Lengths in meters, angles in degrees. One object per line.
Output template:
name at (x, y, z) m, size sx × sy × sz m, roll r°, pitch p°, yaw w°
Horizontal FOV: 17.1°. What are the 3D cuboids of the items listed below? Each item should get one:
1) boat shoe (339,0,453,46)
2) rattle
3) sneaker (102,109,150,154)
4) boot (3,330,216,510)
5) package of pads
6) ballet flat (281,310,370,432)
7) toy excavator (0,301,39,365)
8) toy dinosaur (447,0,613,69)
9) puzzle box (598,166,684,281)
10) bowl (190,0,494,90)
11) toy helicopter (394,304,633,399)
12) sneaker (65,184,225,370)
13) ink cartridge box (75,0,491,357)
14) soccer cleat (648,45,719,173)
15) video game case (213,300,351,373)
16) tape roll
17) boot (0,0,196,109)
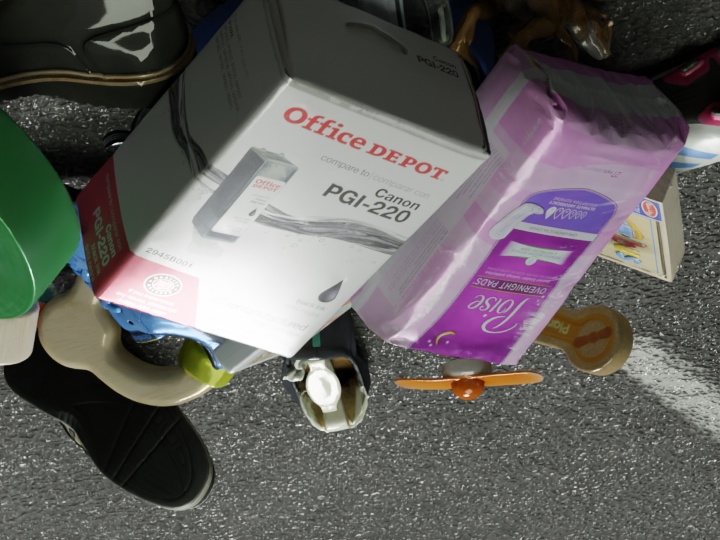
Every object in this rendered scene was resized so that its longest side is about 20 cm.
boat shoe at (0.011, -0.188, 1.344) m, size 0.071 × 0.072 × 0.200 m, roll -36°, pitch 146°, yaw -19°
rattle at (-0.167, 0.016, 1.723) m, size 0.200 × 0.143 × 0.130 m, roll -1°, pitch 123°, yaw 19°
sneaker at (-0.055, -0.074, 1.444) m, size 0.200 × 0.076 × 0.114 m, roll -13°, pitch 150°, yaw 4°
boot at (-0.157, 0.122, 1.791) m, size 0.074 × 0.204 × 0.154 m, roll -56°, pitch 149°, yaw -2°
package of pads at (0.090, -0.037, 1.426) m, size 0.120 × 0.076 × 0.200 m, roll 10°, pitch 128°, yaw -39°
ballet flat at (-0.028, 0.085, 1.851) m, size 0.073 × 0.073 × 0.200 m, roll -9°, pitch 153°, yaw 1°
toy excavator at (-0.334, 0.012, 1.544) m, size 0.200 × 0.194 × 0.100 m, roll -9°, pitch 117°, yaw -44°
toy dinosaur at (0.093, -0.168, 1.420) m, size 0.060 × 0.106 × 0.200 m, roll 23°, pitch 170°, yaw 27°
puzzle box at (0.145, -0.048, 1.571) m, size 0.133 × 0.025 × 0.200 m, roll 20°, pitch 169°, yaw 14°
bowl at (-0.014, -0.117, 1.497) m, size 0.200 × 0.039 × 0.201 m, roll -7°, pitch 152°, yaw -3°
toy helicopter at (0.102, 0.038, 1.657) m, size 0.200 × 0.132 × 0.079 m, roll 19°, pitch 176°, yaw 43°
sneaker at (-0.157, 0.003, 1.589) m, size 0.200 × 0.066 × 0.078 m, roll 27°, pitch 97°, yaw -20°
ink cartridge box at (-0.045, -0.053, 1.353) m, size 0.146 × 0.085 × 0.200 m, roll 19°, pitch 130°, yaw -33°
soccer cleat at (0.224, -0.102, 1.575) m, size 0.200 × 0.070 × 0.086 m, roll -11°, pitch 162°, yaw 17°
video game case at (0.000, 0.000, 1.573) m, size 0.182 × 0.023 × 0.200 m, roll -37°, pitch 177°, yaw 9°
tape roll at (-0.255, -0.056, 1.372) m, size 0.200 × 0.048 × 0.200 m, roll 29°, pitch 153°, yaw 16°
boot at (-0.196, -0.166, 1.342) m, size 0.200 × 0.078 × 0.138 m, roll 0°, pitch 133°, yaw 6°
